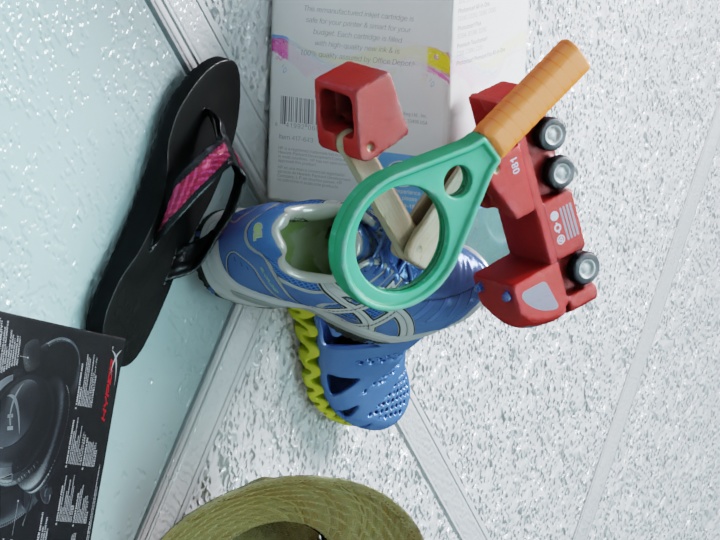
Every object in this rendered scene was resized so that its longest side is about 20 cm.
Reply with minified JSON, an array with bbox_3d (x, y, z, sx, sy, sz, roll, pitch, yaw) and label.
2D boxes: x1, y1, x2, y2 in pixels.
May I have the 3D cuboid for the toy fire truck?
[{"bbox_3d":[0.059,-0.045,1.610,0.141,0.049,0.201,-27,114,-25],"label":"toy fire truck"}]

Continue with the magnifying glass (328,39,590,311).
[{"bbox_3d":[0.060,-0.058,1.565,0.200,0.022,0.080,-47,121,-14],"label":"magnifying glass"}]

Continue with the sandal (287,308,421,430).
[{"bbox_3d":[0.004,0.038,1.758,0.200,0.087,0.080,69,36,-49],"label":"sandal"}]

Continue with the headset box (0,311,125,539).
[{"bbox_3d":[-0.206,0.090,1.333,0.200,0.077,0.149,16,82,-64],"label":"headset box"}]

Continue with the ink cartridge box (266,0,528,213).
[{"bbox_3d":[0.027,-0.144,1.698,0.125,0.128,0.201,-21,117,-61],"label":"ink cartridge box"}]

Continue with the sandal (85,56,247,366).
[{"bbox_3d":[-0.100,-0.032,1.559,0.200,0.045,0.075,-70,152,-25],"label":"sandal"}]

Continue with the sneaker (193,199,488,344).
[{"bbox_3d":[0.000,0.000,1.635,0.199,0.077,0.076,6,77,-32],"label":"sneaker"}]

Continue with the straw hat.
[{"bbox_3d":[-0.061,0.179,1.648,0.085,0.200,0.202,-113,-172,-53],"label":"straw hat"}]

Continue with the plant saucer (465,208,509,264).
[{"bbox_3d":[0.093,-0.074,1.968,0.201,0.039,0.202,-31,125,-58],"label":"plant saucer"}]
